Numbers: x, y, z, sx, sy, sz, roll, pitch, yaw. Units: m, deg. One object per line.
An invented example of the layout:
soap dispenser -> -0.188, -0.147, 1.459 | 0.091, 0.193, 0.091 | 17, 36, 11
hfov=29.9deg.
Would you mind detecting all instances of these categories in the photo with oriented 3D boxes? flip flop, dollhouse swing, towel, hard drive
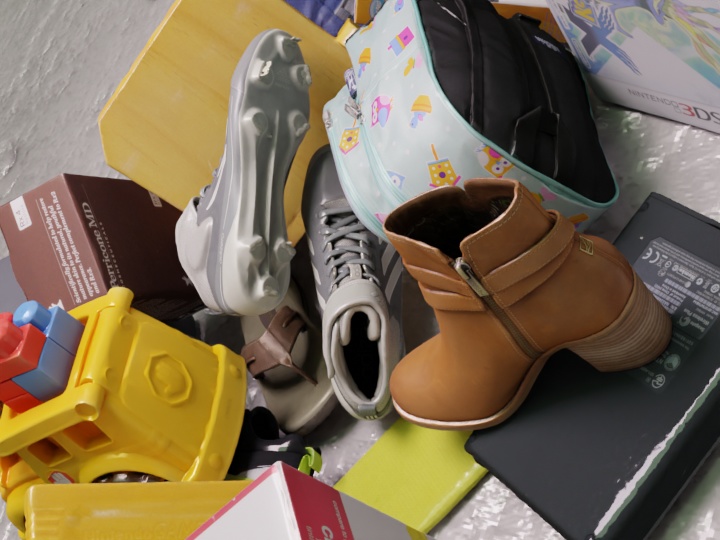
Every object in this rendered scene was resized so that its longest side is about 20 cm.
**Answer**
flip flop -> -0.064, 0.055, 1.041 | 0.081, 0.058, 0.200 | -47, 37, 13
dollhouse swing -> -0.085, -0.125, 1.046 | 0.200, 0.175, 0.182 | -54, 8, 10
towel -> 0.014, 0.164, 0.906 | 0.200, 0.018, 0.086 | -48, 42, 10
hard drive -> 0.160, 0.060, 0.792 | 0.200, 0.033, 0.140 | -53, 36, 0

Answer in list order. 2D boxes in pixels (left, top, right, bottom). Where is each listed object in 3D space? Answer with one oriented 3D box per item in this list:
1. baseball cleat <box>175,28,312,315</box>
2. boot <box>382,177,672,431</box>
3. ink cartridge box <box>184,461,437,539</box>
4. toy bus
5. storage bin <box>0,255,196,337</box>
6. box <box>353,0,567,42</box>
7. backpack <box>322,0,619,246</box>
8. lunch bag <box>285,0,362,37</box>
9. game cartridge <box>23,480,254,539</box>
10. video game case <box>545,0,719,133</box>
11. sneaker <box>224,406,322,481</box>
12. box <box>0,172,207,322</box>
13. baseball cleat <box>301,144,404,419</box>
baseball cleat -> -0.089, -0.068, 0.948 | 0.106, 0.070, 0.201 | -4, 75, 44
boot -> 0.059, 0.022, 0.775 | 0.199, 0.155, 0.077 | -15, 50, 41
ink cartridge box -> -0.018, 0.209, 0.750 | 0.145, 0.200, 0.084 | -43, 41, 18
toy bus -> -0.209, 0.097, 0.943 | 0.200, 0.192, 0.136 | -25, 41, 34
storage bin -> -0.236, 0.050, 1.145 | 0.134, 0.200, 0.146 | -29, 42, 17
box -> 0.075, -0.233, 1.011 | 0.199, 0.042, 0.119 | 5, 56, 1
backpack -> 0.073, -0.084, 0.890 | 0.153, 0.175, 0.200 | -49, 32, 22
lunch bag -> -0.076, -0.174, 1.166 | 0.200, 0.132, 0.136 | -51, 12, 9
game cartridge -> -0.118, 0.231, 0.836 | 0.032, 0.175, 0.201 | 136, 132, -61
video game case -> 0.169, -0.168, 0.826 | 0.022, 0.200, 0.182 | -43, 34, -12
sneaker -> -0.089, 0.141, 0.999 | 0.200, 0.072, 0.083 | 9, 63, 52
box -> -0.183, -0.014, 1.050 | 0.075, 0.200, 0.101 | -26, 81, 23
baseball cleat -> 0.000, 0.000, 0.927 | 0.069, 0.106, 0.201 | -12, 80, 0
